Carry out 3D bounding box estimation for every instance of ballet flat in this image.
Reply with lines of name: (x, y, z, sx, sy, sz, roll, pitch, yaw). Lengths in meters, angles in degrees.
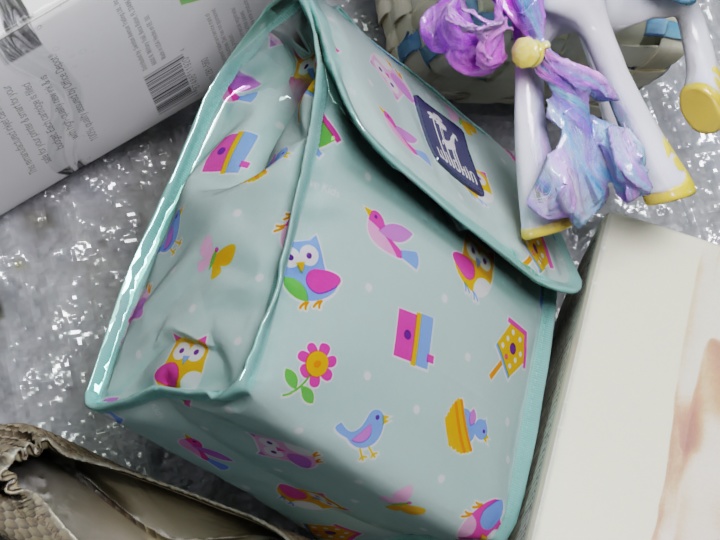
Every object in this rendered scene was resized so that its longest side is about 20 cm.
ballet flat: (-0.083, 0.116, 1.111, 0.200, 0.046, 0.067, 25, 61, 5)

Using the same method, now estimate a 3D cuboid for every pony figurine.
pony figurine: (0.082, -0.120, 1.098, 0.193, 0.166, 0.200, -21, 98, -56)

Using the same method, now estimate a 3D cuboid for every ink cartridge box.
ink cartridge box: (-0.142, -0.109, 1.143, 0.200, 0.146, 0.084, -30, 68, -6)

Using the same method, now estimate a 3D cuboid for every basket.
basket: (0.081, -0.181, 1.247, 0.176, 0.139, 0.200, 0, 68, -26)

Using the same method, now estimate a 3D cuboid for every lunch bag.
lunch bag: (0.000, 0.000, 1.105, 0.170, 0.122, 0.200, 35, 61, -36)

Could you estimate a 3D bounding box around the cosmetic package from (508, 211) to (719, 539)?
cosmetic package: (0.116, 0.090, 1.128, 0.087, 0.103, 0.200, 18, 61, -1)
